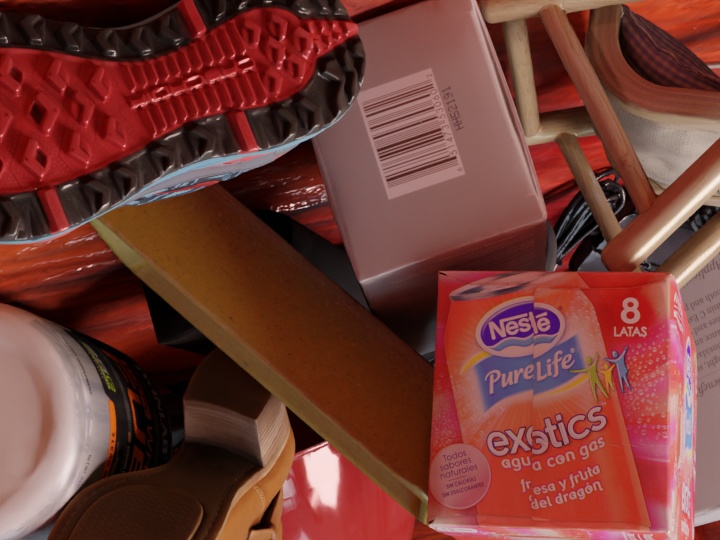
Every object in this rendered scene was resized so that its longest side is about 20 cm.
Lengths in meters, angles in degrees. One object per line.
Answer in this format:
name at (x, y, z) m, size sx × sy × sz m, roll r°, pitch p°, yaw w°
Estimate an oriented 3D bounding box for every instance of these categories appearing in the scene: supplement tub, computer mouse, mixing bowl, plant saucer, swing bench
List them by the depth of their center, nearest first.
swing bench at (0.171, -0.077, 0.881) m, size 0.199 × 0.130 × 0.199 m, roll -25°, pitch 167°, yaw 1°
plant saucer at (-0.031, 0.027, 0.900) m, size 0.049 × 0.200 × 0.200 m, roll -49°, pitch 173°, yaw -7°
supplement tub at (-0.170, 0.088, 1.051) m, size 0.122 × 0.123 × 0.200 m, roll -21°, pitch 168°, yaw 7°
mixing bowl at (-0.044, 0.151, 1.221) m, size 0.199 × 0.109 × 0.200 m, roll -18°, pitch -176°, yaw 1°
computer mouse at (0.154, 0.006, 1.280) m, size 0.141 × 0.046 × 0.200 m, roll -48°, pitch 158°, yaw 18°

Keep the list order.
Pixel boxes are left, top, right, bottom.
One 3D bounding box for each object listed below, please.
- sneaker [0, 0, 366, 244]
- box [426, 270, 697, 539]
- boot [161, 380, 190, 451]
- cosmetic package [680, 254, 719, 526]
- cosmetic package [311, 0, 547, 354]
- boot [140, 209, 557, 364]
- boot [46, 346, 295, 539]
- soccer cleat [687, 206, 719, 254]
sneaker at (-0.096, -0.044, 0.715) m, size 0.199 × 0.080 × 0.095 m, roll -13°, pitch 168°, yaw -28°
box at (0.091, 0.065, 0.848) m, size 0.094 × 0.103 × 0.200 m, roll 0°, pitch 169°, yaw 12°
boot at (-0.165, 0.125, 1.338) m, size 0.200 × 0.070 × 0.174 m, roll -32°, pitch 162°, yaw 36°
cosmetic package at (0.272, 0.064, 1.445) m, size 0.164 × 0.201 × 0.164 m, roll -6°, pitch 162°, yaw -46°
cosmetic package at (0.029, -0.034, 0.883) m, size 0.090 × 0.108 × 0.200 m, roll -19°, pitch 169°, yaw 3°
boot at (-0.001, 0.001, 1.076) m, size 0.165 × 0.066 × 0.200 m, roll -41°, pitch 146°, yaw 14°
boot at (-0.088, 0.152, 1.018) m, size 0.200 × 0.073 × 0.155 m, roll -52°, pitch 155°, yaw -35°
soccer cleat at (0.238, -0.071, 1.177) m, size 0.073 × 0.068 × 0.200 m, roll -41°, pitch 168°, yaw -13°
